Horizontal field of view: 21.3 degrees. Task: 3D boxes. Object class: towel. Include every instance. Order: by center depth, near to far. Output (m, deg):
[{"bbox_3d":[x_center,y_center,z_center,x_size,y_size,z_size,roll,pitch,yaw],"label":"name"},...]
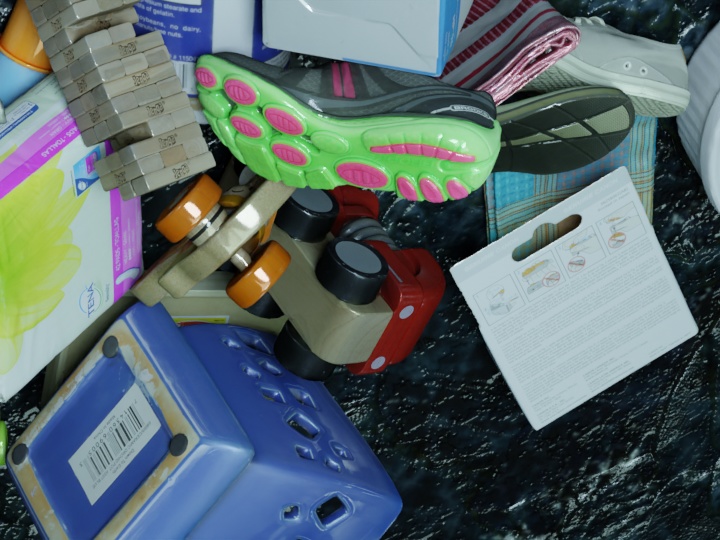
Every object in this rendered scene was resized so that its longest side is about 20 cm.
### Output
[{"bbox_3d":[0.062,-0.145,1.288,0.144,0.200,0.023,-35,113,4],"label":"towel"},{"bbox_3d":[0.168,-0.043,1.523,0.146,0.022,0.201,-16,129,-13],"label":"towel"}]

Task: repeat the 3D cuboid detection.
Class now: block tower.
[{"bbox_3d":[-0.160,-0.144,1.181,0.058,0.054,0.201,-24,94,-36],"label":"block tower"}]

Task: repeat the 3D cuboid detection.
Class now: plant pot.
[{"bbox_3d":[-0.125,0.150,1.366,0.200,0.200,0.180,-49,137,12],"label":"plant pot"}]

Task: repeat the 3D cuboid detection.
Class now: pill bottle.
[{"bbox_3d":[-0.099,-0.207,1.218,0.119,0.120,0.201,-8,127,-19],"label":"pill bottle"}]

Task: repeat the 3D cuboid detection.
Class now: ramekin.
[{"bbox_3d":[0.338,-0.128,1.489,0.201,0.094,0.203,-12,127,-16],"label":"ramekin"}]

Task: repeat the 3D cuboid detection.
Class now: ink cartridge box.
[{"bbox_3d":[0.022,-0.213,1.205,0.115,0.200,0.068,12,134,12],"label":"ink cartridge box"},{"bbox_3d":[0.168,0.016,1.531,0.162,0.057,0.200,-31,125,0],"label":"ink cartridge box"}]

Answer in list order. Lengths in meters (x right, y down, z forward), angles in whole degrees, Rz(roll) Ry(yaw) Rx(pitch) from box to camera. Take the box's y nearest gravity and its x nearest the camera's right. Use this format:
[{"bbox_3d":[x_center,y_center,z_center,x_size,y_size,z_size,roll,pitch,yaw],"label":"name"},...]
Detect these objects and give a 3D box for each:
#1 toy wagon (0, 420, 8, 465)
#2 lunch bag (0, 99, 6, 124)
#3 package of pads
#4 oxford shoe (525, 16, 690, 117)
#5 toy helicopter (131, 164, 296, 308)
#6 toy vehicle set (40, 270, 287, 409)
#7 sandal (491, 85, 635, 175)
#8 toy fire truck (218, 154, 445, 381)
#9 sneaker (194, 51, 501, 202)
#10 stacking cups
[{"bbox_3d":[-0.329,0.101,1.335,0.154,0.040,0.200,-4,153,-8],"label":"toy wagon"},{"bbox_3d":[-0.325,-0.160,1.149,0.163,0.118,0.201,-21,107,-8],"label":"lunch bag"},{"bbox_3d":[-0.215,-0.022,1.264,0.155,0.068,0.200,-45,156,-31],"label":"package of pads"},{"bbox_3d":[0.155,-0.161,1.411,0.199,0.075,0.058,11,80,-21],"label":"oxford shoe"},{"bbox_3d":[-0.098,-0.028,1.280,0.079,0.132,0.200,43,146,-11],"label":"toy helicopter"},{"bbox_3d":[-0.136,0.059,1.457,0.199,0.027,0.125,1,123,-25],"label":"toy vehicle set"},{"bbox_3d":[0.101,-0.108,1.409,0.200,0.058,0.080,-9,144,10],"label":"sandal"},{"bbox_3d":[0.000,0.000,1.393,0.199,0.176,0.129,-2,131,-42],"label":"toy fire truck"},{"bbox_3d":[-0.008,-0.096,1.180,0.199,0.084,0.077,16,134,13],"label":"sneaker"},{"bbox_3d":[-0.224,-0.127,1.269,0.060,0.061,0.201,16,112,-32],"label":"stacking cups"}]
